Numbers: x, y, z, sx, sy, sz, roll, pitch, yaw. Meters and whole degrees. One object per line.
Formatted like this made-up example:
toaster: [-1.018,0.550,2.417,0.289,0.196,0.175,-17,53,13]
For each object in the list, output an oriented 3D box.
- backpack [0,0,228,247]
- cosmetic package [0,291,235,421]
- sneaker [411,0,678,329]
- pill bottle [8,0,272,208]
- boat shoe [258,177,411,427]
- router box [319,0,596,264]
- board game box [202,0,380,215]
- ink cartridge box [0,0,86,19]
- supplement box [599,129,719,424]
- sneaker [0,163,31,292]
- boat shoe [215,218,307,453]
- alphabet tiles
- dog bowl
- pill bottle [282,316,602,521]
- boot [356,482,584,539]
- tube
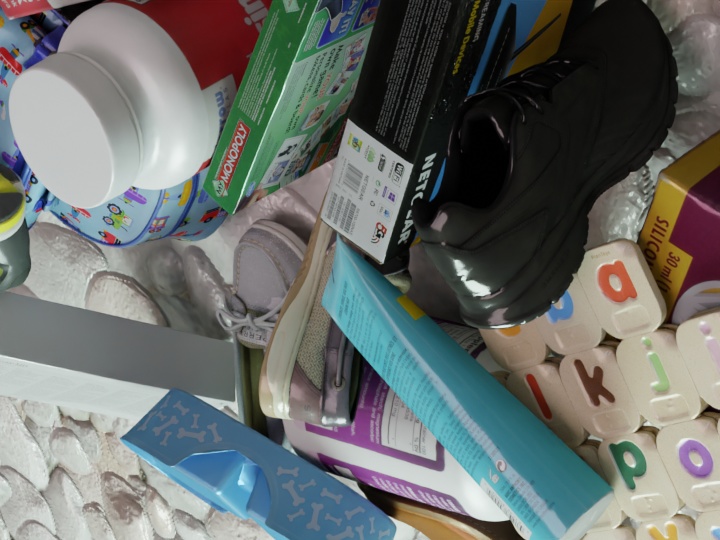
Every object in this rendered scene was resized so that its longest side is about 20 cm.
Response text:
backpack: [-0.175,-0.098,1.163,0.200,0.134,0.183,47,136,8]
cosmetic package: [-0.190,0.062,1.226,0.082,0.199,0.051,-21,62,47]
sneaker: [0.094,-0.070,0.884,0.076,0.201,0.091,1,143,45]
pill bottle: [-0.104,-0.117,1.033,0.112,0.200,0.113,25,133,30]
boat shoe: [0.000,0.000,1.047,0.064,0.201,0.072,17,162,12]
router box: [0.062,-0.117,0.924,0.051,0.149,0.201,36,133,22]
board game box: [-0.010,-0.131,0.992,0.029,0.134,0.200,41,134,16]
ink cartridge box: [-0.119,-0.226,1.024,0.199,0.147,0.083,-3,122,44]
supplement box: [0.235,0.033,0.884,0.200,0.103,0.131,33,131,24]
sneaker: [-0.294,-0.040,1.156,0.199,0.074,0.085,25,139,34]
boat shoe: [-0.058,0.064,1.194,0.074,0.065,0.203,19,125,34]
alphabet tiles: [0.138,0.084,0.915,0.199,0.015,0.196,-21,97,47]
dog bowl: [-0.063,0.140,1.134,0.199,0.050,0.112,27,166,24]
pill bottle: [0.058,0.088,1.070,0.199,0.112,0.113,12,120,38]
boot: [0.089,0.199,1.143,0.199,0.077,0.156,8,122,31]
tube: [0.048,0.067,0.945,0.200,0.050,0.078,45,148,18]
